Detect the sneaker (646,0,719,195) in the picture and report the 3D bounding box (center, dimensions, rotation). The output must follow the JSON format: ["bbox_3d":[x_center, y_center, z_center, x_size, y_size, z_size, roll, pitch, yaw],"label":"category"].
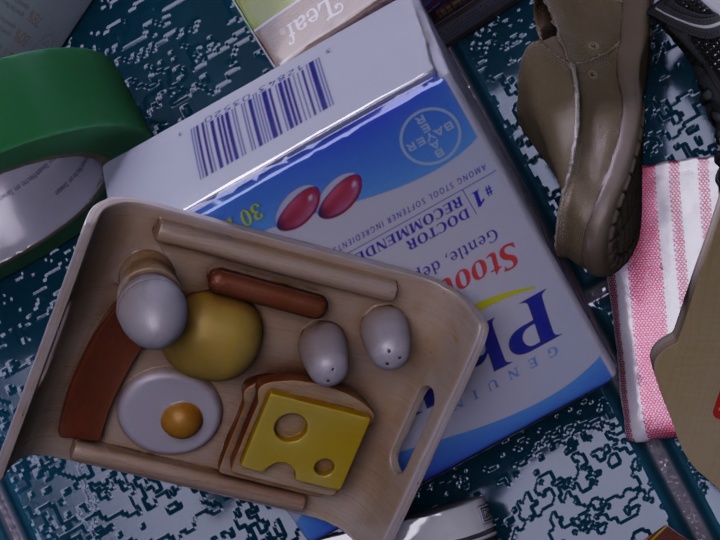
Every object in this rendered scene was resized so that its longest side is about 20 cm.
[{"bbox_3d":[0.204,-0.056,1.162,0.086,0.080,0.200,-42,78,7],"label":"sneaker"}]

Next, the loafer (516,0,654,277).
[{"bbox_3d":[0.111,-0.074,1.183,0.067,0.076,0.201,3,42,8],"label":"loafer"}]

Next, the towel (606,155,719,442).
[{"bbox_3d":[0.226,0.009,1.207,0.198,0.030,0.148,-5,83,12],"label":"towel"}]

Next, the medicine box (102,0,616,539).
[{"bbox_3d":[0.000,0.000,1.165,0.181,0.103,0.201,-29,119,7],"label":"medicine box"}]

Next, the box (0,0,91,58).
[{"bbox_3d":[-0.218,-0.159,1.274,0.097,0.124,0.201,33,89,15],"label":"box"}]

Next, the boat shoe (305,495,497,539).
[{"bbox_3d":[-0.022,0.171,1.210,0.198,0.071,0.064,-16,86,14],"label":"boat shoe"}]

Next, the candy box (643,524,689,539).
[{"bbox_3d":[0.115,0.215,1.115,0.199,0.057,0.116,-30,41,-26],"label":"candy box"}]

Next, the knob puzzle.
[{"bbox_3d":[0.234,0.044,1.144,0.218,0.221,0.031,-21,35,8],"label":"knob puzzle"}]

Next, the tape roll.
[{"bbox_3d":[-0.204,-0.041,1.214,0.199,0.200,0.048,-30,77,6],"label":"tape roll"}]

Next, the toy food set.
[{"bbox_3d":[-0.057,0.058,1.093,0.198,0.061,0.144,15,116,-17],"label":"toy food set"}]

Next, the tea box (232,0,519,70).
[{"bbox_3d":[0.006,-0.221,1.231,0.199,0.134,0.198,-31,76,6],"label":"tea box"}]
